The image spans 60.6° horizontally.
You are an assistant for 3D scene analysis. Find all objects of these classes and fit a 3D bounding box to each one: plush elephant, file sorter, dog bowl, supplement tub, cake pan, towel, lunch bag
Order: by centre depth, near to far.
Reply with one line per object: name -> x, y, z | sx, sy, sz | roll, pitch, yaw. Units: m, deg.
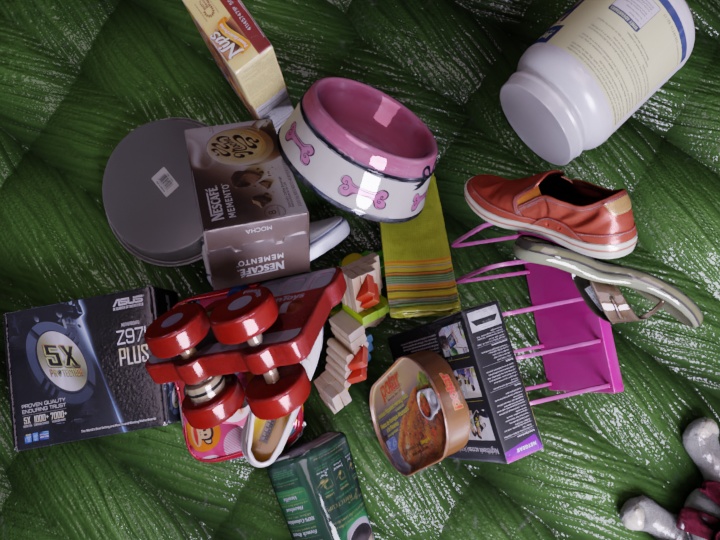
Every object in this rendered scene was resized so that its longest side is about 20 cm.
plush elephant -> 0.414, 0.295, 0.670 | 0.164, 0.155, 0.201 | -40, 82, -2
file sorter -> 0.189, 0.045, 0.708 | 0.122, 0.139, 0.207 | -8, 83, -13
dog bowl -> 0.005, -0.150, 0.724 | 0.198, 0.200, 0.075 | 35, 125, 6
supplement tub -> 0.280, -0.243, 0.745 | 0.199, 0.145, 0.146 | -42, 83, -2
towel -> 0.067, -0.036, 0.755 | 0.083, 0.018, 0.205 | -4, 58, -3
lunch bag -> -0.141, 0.123, 0.768 | 0.171, 0.082, 0.206 | -12, 84, -2
cake pan -> -0.255, -0.110, 0.818 | 0.193, 0.037, 0.207 | 0, 83, 4

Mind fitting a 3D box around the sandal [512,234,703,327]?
sandal -> 0.242, 0.019, 0.621 | 0.196, 0.080, 0.059 | 19, 96, 1

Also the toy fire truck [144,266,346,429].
toy fire truck -> -0.120, 0.063, 0.652 | 0.195, 0.169, 0.115 | -12, 114, 23

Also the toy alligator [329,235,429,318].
toy alligator -> 0.000, 0.000, 0.786 | 0.197, 0.060, 0.054 | -31, 40, -8

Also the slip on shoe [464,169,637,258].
slip on shoe -> 0.181, -0.071, 0.607 | 0.073, 0.199, 0.063 | -24, 121, -26

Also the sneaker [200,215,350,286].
sneaker -> -0.111, -0.039, 0.776 | 0.195, 0.073, 0.073 | -20, 108, 2

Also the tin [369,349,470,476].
tin -> 0.062, 0.161, 0.693 | 0.041, 0.201, 0.114 | -19, 71, -24

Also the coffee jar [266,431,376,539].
coffee jar -> -0.034, 0.304, 0.723 | 0.084, 0.103, 0.205 | -24, 81, 31

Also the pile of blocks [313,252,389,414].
pile of blocks -> 0.002, 0.086, 0.744 | 0.080, 0.062, 0.206 | 0, 110, -37

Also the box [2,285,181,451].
box -> -0.326, 0.121, 0.773 | 0.194, 0.086, 0.169 | -9, 82, 3

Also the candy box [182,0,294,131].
candy box -> -0.140, -0.251, 0.744 | 0.055, 0.200, 0.117 | -35, 83, -3

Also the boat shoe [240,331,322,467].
boat shoe -> -0.087, 0.120, 0.696 | 0.069, 0.070, 0.205 | 21, 77, -9

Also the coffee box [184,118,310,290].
coffee box -> -0.132, -0.083, 0.704 | 0.110, 0.081, 0.202 | -10, 44, -14

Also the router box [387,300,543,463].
router box -> 0.105, 0.129, 0.687 | 0.050, 0.200, 0.154 | -13, 82, -22
